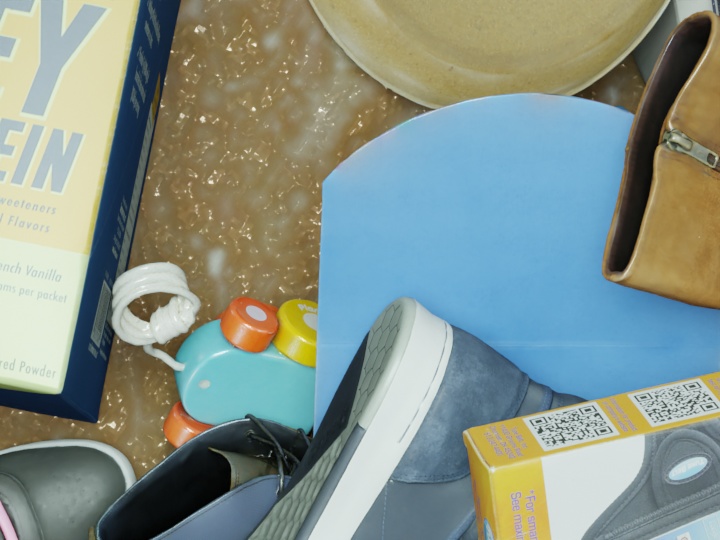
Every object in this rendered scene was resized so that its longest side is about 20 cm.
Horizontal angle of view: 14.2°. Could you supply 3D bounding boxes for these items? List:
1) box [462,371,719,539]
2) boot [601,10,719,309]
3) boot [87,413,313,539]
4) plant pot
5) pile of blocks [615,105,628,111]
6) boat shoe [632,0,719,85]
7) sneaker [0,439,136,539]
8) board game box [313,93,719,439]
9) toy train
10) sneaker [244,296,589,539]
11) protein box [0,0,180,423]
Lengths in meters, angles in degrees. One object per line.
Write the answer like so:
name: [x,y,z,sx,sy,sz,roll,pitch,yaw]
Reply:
box: [0.143,0.095,1.035,0.199,0.042,0.120,-12,112,-7]
boot: [0.169,0.025,1.068,0.199,0.068,0.189,22,83,-39]
boot: [-0.012,0.093,1.147,0.200,0.075,0.097,-35,127,0]
plant pot: [0.057,-0.164,1.178,0.199,0.027,0.201,2,93,32]
pile of blocks: [0.140,-0.019,1.201,0.199,0.082,0.062,16,126,9]
boat shoe: [0.150,-0.166,1.201,0.092,0.075,0.201,-11,90,-14]
sneaker: [-0.182,0.121,1.152,0.199,0.099,0.071,-23,84,-5]
board game box: [0.060,0.020,1.114,0.157,0.039,0.201,0,114,-6]
toy train: [0.000,0.000,1.163,0.199,0.056,0.151,-18,130,-1]
sneaker: [0.029,0.126,1.093,0.146,0.077,0.203,26,111,-16]
protein box: [-0.152,-0.056,1.118,0.134,0.199,0.201,11,84,0]
